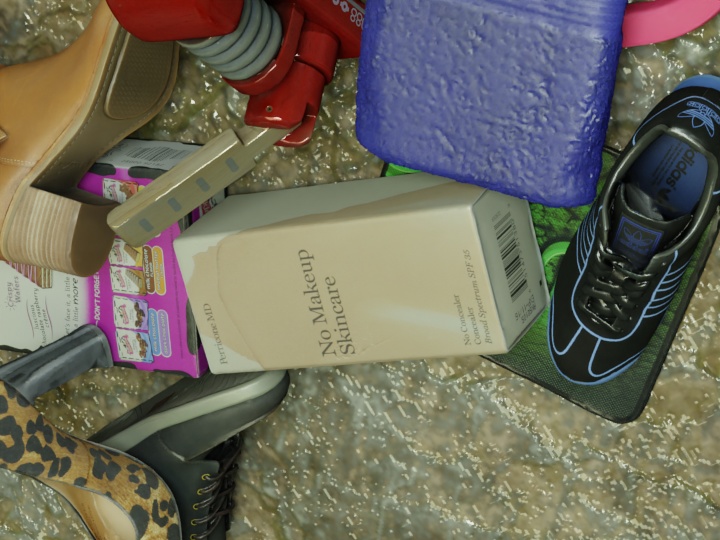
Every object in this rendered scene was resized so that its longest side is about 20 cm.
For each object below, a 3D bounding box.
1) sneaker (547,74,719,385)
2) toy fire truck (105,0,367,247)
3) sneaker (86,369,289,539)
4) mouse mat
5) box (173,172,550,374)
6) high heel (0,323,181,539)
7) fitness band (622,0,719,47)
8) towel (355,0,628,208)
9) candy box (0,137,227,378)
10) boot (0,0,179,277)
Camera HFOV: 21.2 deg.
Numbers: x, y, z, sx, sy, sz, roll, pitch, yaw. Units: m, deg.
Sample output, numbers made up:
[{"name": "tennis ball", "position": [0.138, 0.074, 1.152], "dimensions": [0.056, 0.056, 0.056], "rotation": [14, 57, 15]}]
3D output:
[{"name": "sneaker", "position": [0.147, -0.012, 1.052], "dimensions": [0.070, 0.078, 0.201], "rotation": [28, 120, 13]}, {"name": "toy fire truck", "position": [-0.081, -0.121, 1.028], "dimensions": [0.128, 0.176, 0.201], "rotation": [0, 70, 35]}, {"name": "sneaker", "position": [-0.095, 0.125, 1.244], "dimensions": [0.200, 0.075, 0.106], "rotation": [-28, 101, 42]}, {"name": "mouse mat", "position": [0.097, -0.013, 1.126], "dimensions": [0.199, 0.008, 0.162], "rotation": [26, 120, 15]}, {"name": "box", "position": [0.000, 0.000, 1.129], "dimensions": [0.199, 0.078, 0.095], "rotation": [-7, 109, 29]}, {"name": "high heel", "position": [-0.186, 0.147, 1.171], "dimensions": [0.071, 0.142, 0.201], "rotation": [-9, 103, 41]}, {"name": "fitness band", "position": [0.116, -0.189, 1.028], "dimensions": [0.199, 0.037, 0.144], "rotation": [-2, 112, 28]}, {"name": "towel", "position": [0.075, -0.143, 1.019], "dimensions": [0.147, 0.050, 0.201], "rotation": [17, 116, 20]}, {"name": "candy box", "position": [-0.181, -0.015, 1.227], "dimensions": [0.199, 0.061, 0.137], "rotation": [7, 112, 22]}, {"name": "boot", "position": [-0.198, -0.106, 1.153], "dimensions": [0.155, 0.077, 0.201], "rotation": [19, 99, 27]}]
